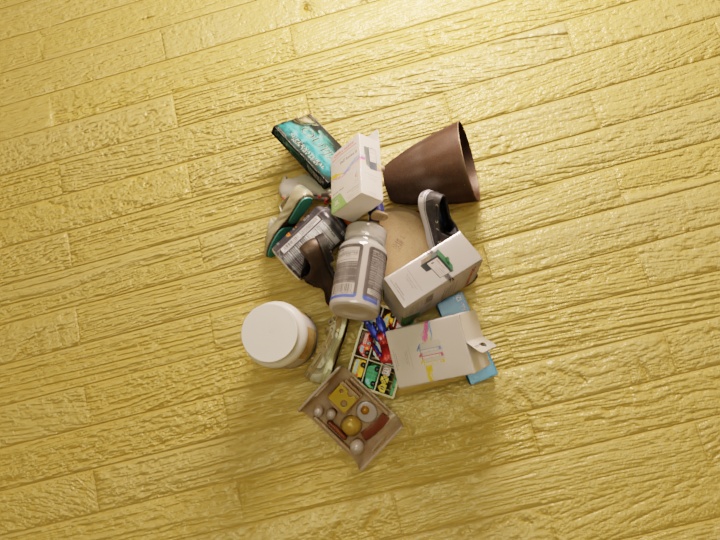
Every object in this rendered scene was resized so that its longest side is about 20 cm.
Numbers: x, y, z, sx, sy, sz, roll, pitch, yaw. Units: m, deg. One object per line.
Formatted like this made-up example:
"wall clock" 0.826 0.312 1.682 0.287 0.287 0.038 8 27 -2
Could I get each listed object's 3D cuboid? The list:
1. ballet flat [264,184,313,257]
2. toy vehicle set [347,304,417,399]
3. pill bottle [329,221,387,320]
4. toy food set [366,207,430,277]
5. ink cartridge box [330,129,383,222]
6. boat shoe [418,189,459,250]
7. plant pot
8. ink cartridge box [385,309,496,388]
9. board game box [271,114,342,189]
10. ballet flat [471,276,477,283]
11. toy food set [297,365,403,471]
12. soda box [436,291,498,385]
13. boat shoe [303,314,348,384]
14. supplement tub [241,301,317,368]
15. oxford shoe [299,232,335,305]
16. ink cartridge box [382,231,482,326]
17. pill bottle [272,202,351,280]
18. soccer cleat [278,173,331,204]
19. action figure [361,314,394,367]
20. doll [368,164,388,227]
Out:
"ballet flat" -0.184 -0.123 1.401 0.069 0.069 0.200 42 111 11
"toy vehicle set" 0.049 0.185 1.359 0.123 0.027 0.202 16 82 9
"pill bottle" 0.000 0.000 1.292 0.113 0.114 0.202 7 67 7
"toy food set" 0.092 -0.058 1.388 0.198 0.049 0.200 16 82 9
"ink cartridge box" -0.012 -0.229 1.330 0.067 0.117 0.202 17 59 -35
"boat shoe" 0.191 -0.096 1.317 0.066 0.201 0.070 13 45 41
"plant pot" 0.160 -0.229 1.358 0.198 0.187 0.189 -13 78 19
"ink cartridge box" 0.179 0.164 1.240 0.199 0.128 0.126 -17 83 26
"board game box" -0.106 -0.296 1.420 0.200 0.028 0.135 47 46 10
"ballet flat" 0.180 0.038 1.357 0.199 0.068 0.047 -26 57 -2
"toy food set" -0.023 0.332 1.305 0.200 0.060 0.144 43 93 1
"soda box" 0.241 0.156 1.326 0.067 0.064 0.201 -22 78 2
"boat shoe" -0.074 0.165 1.355 0.063 0.073 0.202 18 89 4
"supplement tub" -0.180 0.147 1.302 0.143 0.200 0.146 -1 79 6
"oxford shoe" -0.097 0.010 1.337 0.084 0.201 0.073 -24 36 -11
"ink cartridge box" 0.152 0.020 1.254 0.199 0.146 0.085 -32 72 -10
"pill bottle" -0.106 -0.080 1.384 0.200 0.106 0.106 -43 79 -3
"soccer cleat" -0.105 -0.205 1.427 0.198 0.069 0.078 2 72 7
"action figure" 0.045 0.143 1.327 0.065 0.052 0.201 -29 72 5
"doll" 0.026 -0.197 1.369 0.048 0.137 0.201 2 56 -20
